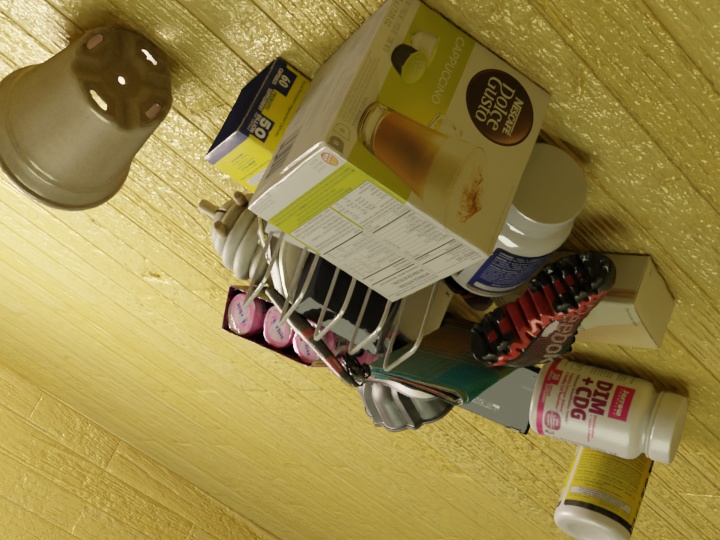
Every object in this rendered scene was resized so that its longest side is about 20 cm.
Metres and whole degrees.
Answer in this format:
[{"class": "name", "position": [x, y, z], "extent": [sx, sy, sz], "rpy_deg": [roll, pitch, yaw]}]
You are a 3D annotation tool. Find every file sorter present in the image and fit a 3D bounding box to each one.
[{"class": "file sorter", "position": [-0.021, 0.013, 1.305], "extent": [0.199, 0.125, 0.139], "rpy_deg": [24, 156, -10]}]

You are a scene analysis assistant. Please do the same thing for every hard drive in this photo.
[{"class": "hard drive", "position": [0.000, 0.000, 1.445], "extent": [0.134, 0.201, 0.042], "rpy_deg": [30, 136, -9]}]

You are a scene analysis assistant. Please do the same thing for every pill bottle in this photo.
[{"class": "pill bottle", "position": [0.366, 0.295, 1.669], "extent": [0.112, 0.201, 0.113], "rpy_deg": [21, 156, 10]}, {"class": "pill bottle", "position": [0.348, 0.198, 1.598], "extent": [0.199, 0.114, 0.114], "rpy_deg": [13, 153, 25]}, {"class": "pill bottle", "position": [0.168, -0.055, 1.258], "extent": [0.115, 0.116, 0.200], "rpy_deg": [26, 156, -3]}]

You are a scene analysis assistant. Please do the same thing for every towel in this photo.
[{"class": "towel", "position": [0.124, 0.109, 1.404], "extent": [0.146, 0.199, 0.022], "rpy_deg": [14, 114, 37]}]

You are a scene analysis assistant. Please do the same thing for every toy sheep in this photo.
[{"class": "toy sheep", "position": [-0.139, -0.046, 1.564], "extent": [0.199, 0.138, 0.138], "rpy_deg": [36, 158, 11]}]

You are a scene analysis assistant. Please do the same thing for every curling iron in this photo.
[{"class": "curling iron", "position": [-0.057, 0.080, 1.381], "extent": [0.200, 0.026, 0.049], "rpy_deg": [39, -165, 35]}]

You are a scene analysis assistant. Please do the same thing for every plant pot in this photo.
[{"class": "plant pot", "position": [-0.328, -0.198, 1.390], "extent": [0.200, 0.201, 0.183], "rpy_deg": [37, 142, -24]}]

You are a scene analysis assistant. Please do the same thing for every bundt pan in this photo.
[{"class": "bundt pan", "position": [0.076, 0.133, 1.642], "extent": [0.201, 0.202, 0.076], "rpy_deg": [0, 135, 44]}]

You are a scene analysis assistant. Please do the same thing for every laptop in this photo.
[{"class": "laptop", "position": [0.199, 0.173, 1.819], "extent": [0.186, 0.116, 0.201], "rpy_deg": [22, 127, 7]}]

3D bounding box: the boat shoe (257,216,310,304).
[{"class": "boat shoe", "position": [-0.099, -0.054, 1.461], "extent": [0.060, 0.203, 0.072], "rpy_deg": [1, -170, 38]}]

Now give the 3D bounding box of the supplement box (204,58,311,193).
[{"class": "supplement box", "position": [-0.061, -0.133, 1.330], "extent": [0.199, 0.109, 0.109], "rpy_deg": [33, 155, -19]}]

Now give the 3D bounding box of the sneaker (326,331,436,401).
[{"class": "sneaker", "position": [0.030, 0.110, 1.538], "extent": [0.199, 0.070, 0.083], "rpy_deg": [11, 126, 32]}]

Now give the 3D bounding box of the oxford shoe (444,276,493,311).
[{"class": "oxford shoe", "position": [0.134, 0.008, 1.469], "extent": [0.071, 0.073, 0.200], "rpy_deg": [13, 153, 24]}]

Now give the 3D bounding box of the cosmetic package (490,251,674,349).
[{"class": "cosmetic package", "position": [0.269, 0.033, 1.392], "extent": [0.199, 0.071, 0.105], "rpy_deg": [4, 148, 40]}]

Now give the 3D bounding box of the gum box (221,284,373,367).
[{"class": "gum box", "position": [-0.078, 0.075, 1.524], "extent": [0.113, 0.067, 0.199], "rpy_deg": [3, -169, -46]}]

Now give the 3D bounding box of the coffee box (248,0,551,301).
[{"class": "coffee box", "position": [0.039, -0.118, 1.153], "extent": [0.197, 0.201, 0.200], "rpy_deg": [32, 154, -16]}]

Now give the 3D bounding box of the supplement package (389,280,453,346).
[{"class": "supplement package", "position": [0.012, 0.048, 1.620], "extent": [0.199, 0.114, 0.110], "rpy_deg": [-3, 144, 43]}]

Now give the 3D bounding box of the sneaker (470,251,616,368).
[{"class": "sneaker", "position": [0.223, 0.050, 1.313], "extent": [0.098, 0.071, 0.200], "rpy_deg": [22, 129, -39]}]
